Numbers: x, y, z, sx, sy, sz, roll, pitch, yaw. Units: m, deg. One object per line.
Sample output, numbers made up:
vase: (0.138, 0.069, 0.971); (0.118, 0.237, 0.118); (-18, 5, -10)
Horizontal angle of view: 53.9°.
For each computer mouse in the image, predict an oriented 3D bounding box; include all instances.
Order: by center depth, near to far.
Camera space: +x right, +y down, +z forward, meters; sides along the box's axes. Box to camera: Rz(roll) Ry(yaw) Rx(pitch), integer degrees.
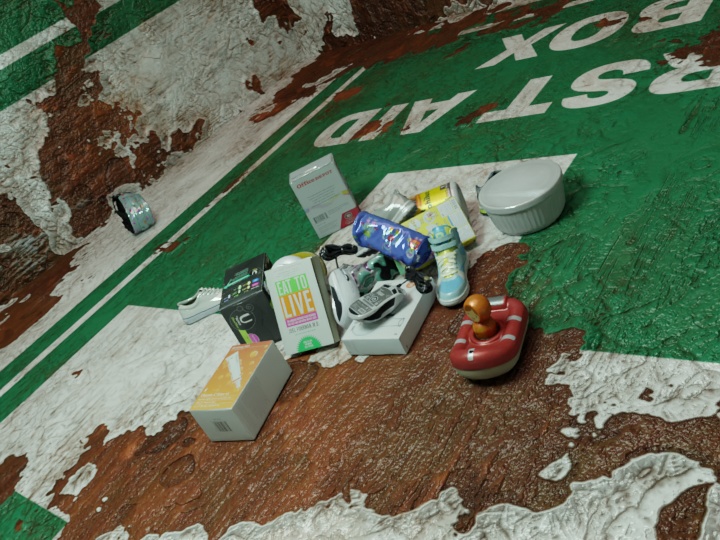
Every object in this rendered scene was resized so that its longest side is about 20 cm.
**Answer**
computer mouse: (0.060, 0.061, 1.527); (0.199, 0.044, 0.110); (-30, 33, -16)
computer mouse: (-0.033, 0.032, 1.616); (0.044, 0.202, 0.109); (-23, -17, 40)

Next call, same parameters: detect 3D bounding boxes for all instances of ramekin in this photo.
ramekin: (0.383, -0.165, 1.652); (0.201, 0.095, 0.203); (-21, 28, 12)

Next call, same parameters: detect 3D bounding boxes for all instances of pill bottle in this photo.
pill bottle: (-0.160, 0.016, 1.756); (0.111, 0.113, 0.200); (-20, 1, 15)
pill bottle: (0.167, -0.144, 1.798); (0.198, 0.110, 0.110); (-20, 29, 17)

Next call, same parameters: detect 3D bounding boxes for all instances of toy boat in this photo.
toy boat: (0.229, 0.102, 1.311); (0.129, 0.131, 0.201); (-10, 33, 32)

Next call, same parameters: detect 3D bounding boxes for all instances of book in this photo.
book: (-0.135, 0.082, 1.624); (0.132, 0.202, 0.048); (-17, -2, 22)

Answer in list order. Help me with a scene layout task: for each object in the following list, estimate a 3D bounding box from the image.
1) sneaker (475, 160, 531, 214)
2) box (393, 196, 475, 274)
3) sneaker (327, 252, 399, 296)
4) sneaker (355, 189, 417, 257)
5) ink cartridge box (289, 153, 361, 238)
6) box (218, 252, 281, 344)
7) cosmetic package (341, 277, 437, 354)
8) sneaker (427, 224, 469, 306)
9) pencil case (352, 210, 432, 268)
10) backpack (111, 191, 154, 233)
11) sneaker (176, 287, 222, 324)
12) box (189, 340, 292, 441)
sneaker: (0.370, -0.223, 1.773); (0.199, 0.081, 0.074); (-37, 29, -15)
box: (0.163, -0.078, 1.692); (0.199, 0.118, 0.048); (-26, -15, 2)
sneaker: (0.000, 0.000, 1.748); (0.199, 0.078, 0.140); (-36, 29, -14)
sneaker: (0.052, -0.113, 1.759); (0.200, 0.082, 0.075); (-45, -19, 14)
ink cartridge box: (-0.101, -0.219, 2.070); (0.145, 0.201, 0.083); (-24, 28, 7)
box: (-0.262, 0.079, 1.781); (0.123, 0.149, 0.201); (-24, 29, 7)
cosmetic package: (0.067, 0.099, 1.554); (0.150, 0.052, 0.201); (-4, 37, 34)
sneaker: (0.187, -0.022, 1.555); (0.079, 0.131, 0.201); (-16, 30, 18)
pencil case: (0.071, -0.069, 1.643); (0.199, 0.078, 0.088); (25, 91, 28)
backpack: (-0.935, -0.238, 2.927); (0.126, 0.168, 0.200); (-31, 34, -17)
sneaker: (-0.430, 0.080, 2.016); (0.199, 0.071, 0.073); (-29, 28, -1)
box: (-0.255, 0.259, 1.531); (0.123, 0.098, 0.201); (-10, 33, 31)
